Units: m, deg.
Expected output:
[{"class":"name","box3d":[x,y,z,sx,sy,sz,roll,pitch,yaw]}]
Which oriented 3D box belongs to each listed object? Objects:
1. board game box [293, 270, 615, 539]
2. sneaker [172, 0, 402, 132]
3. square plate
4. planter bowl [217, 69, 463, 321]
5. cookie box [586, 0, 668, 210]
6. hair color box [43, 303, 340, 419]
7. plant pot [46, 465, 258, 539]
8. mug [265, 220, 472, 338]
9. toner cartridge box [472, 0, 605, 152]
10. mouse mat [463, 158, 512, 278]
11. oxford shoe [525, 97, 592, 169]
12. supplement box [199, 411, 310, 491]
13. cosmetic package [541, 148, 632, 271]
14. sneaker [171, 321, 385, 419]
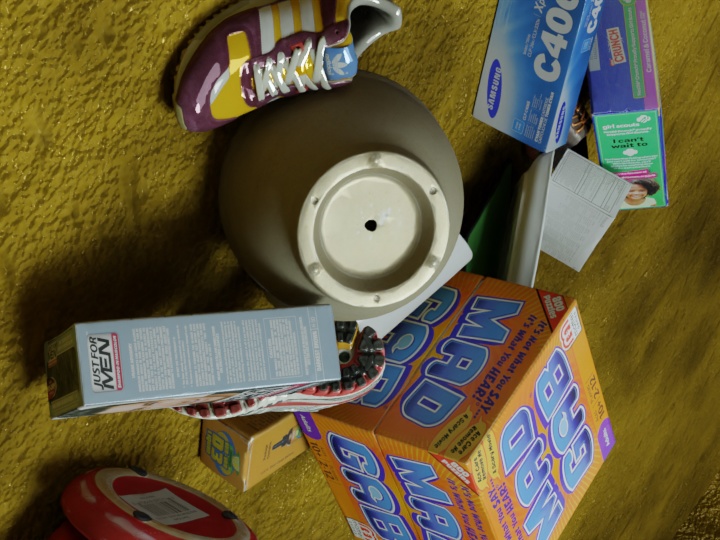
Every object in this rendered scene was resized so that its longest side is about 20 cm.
[{"class":"board game box","box3d":[0.092,0.144,1.339,0.201,0.198,0.201,-51,137,-31]},{"class":"sneaker","box3d":[-0.053,-0.163,1.067,0.200,0.090,0.075,-45,149,-29]},{"class":"square plate","box3d":[0.169,-0.020,1.520,0.200,0.028,0.201,83,17,-85]},{"class":"planter bowl","box3d":[-0.004,-0.047,1.107,0.197,0.135,0.203,-3,106,-12]},{"class":"cookie box","box3d":[0.289,-0.188,1.556,0.200,0.074,0.173,61,26,-59]},{"class":"hair color box","box3d":[-0.125,0.068,1.060,0.198,0.099,0.062,-3,80,-27]},{"class":"plant pot","box3d":[-0.180,0.274,1.156,0.200,0.199,0.184,12,103,-62]},{"class":"mug","box3d":[0.003,0.002,1.276,0.153,0.149,0.187,-49,145,-4]},{"class":"toner cartridge box","box3d":[0.177,-0.227,1.397,0.043,0.094,0.202,-26,137,-45]},{"class":"mouse mat","box3d":[0.137,-0.010,1.541,0.200,0.007,0.163,-58,152,-55]},{"class":"oxford shoe","box3d":[0.217,-0.181,1.530,0.071,0.072,0.201,-49,151,-19]},{"class":"supplement box","box3d":[-0.063,0.128,1.359,0.199,0.068,0.067,-32,140,-46]},{"class":"cosmetic package","box3d":[0.239,-0.065,1.598,0.051,0.082,0.200,-57,174,-15]},{"class":"sneaker","box3d":[-0.076,0.092,1.190,0.082,0.197,0.079,80,9,-69]}]
